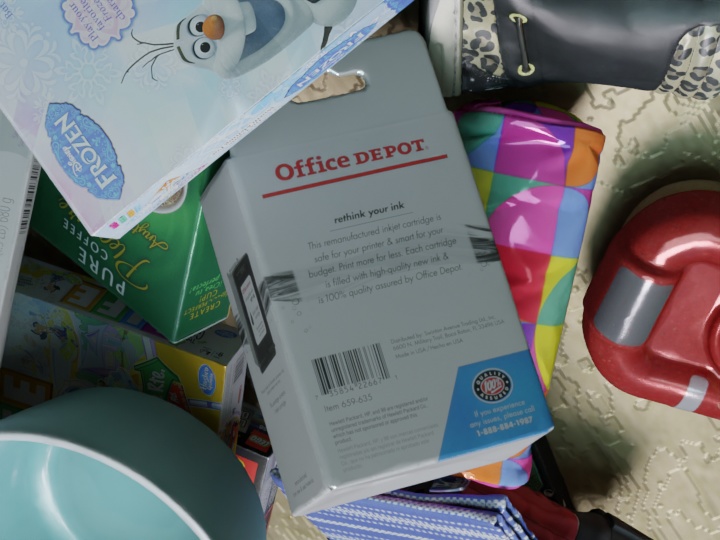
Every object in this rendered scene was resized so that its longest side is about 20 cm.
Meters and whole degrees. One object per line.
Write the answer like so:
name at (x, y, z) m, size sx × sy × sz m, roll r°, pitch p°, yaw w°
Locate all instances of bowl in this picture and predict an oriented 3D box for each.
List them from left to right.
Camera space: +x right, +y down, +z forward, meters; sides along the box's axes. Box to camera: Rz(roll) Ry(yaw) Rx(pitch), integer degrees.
bowl at (-0.128, 0.139, 1.147) m, size 0.199 × 0.105 × 0.202 m, roll 11°, pitch 123°, yaw 17°

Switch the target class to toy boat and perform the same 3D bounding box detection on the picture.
toy boat at (0.217, 0.046, 1.159) m, size 0.199 × 0.131 × 0.131 m, roll 16°, pitch 126°, yaw -9°

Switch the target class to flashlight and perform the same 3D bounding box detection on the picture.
flashlight at (0.075, 0.126, 1.221) m, size 0.199 × 0.068 × 0.068 m, roll 29°, pitch 127°, yaw -16°

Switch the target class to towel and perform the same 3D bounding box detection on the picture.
towel at (0.056, 0.158, 1.210) m, size 0.144 × 0.024 × 0.200 m, roll 5°, pitch 153°, yaw 33°

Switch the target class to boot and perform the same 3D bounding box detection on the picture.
boot at (0.108, -0.163, 1.050) m, size 0.153 × 0.074 × 0.204 m, roll 4°, pitch 133°, yaw -3°

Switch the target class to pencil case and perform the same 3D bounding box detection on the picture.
pencil case at (0.064, 0.013, 1.125) m, size 0.088 × 0.088 × 0.201 m, roll 13°, pitch 95°, yaw -6°

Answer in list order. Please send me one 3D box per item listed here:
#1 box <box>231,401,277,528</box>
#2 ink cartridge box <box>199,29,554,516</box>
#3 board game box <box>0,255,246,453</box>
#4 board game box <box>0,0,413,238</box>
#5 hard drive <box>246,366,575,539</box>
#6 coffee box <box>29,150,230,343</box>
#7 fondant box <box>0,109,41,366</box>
box at (-0.123, 0.144, 1.283) m, size 0.136 × 0.040 × 0.201 m, roll 21°, pitch 127°, yaw 10°
ink cartridge box at (0.000, 0.000, 1.045) m, size 0.115 × 0.201 × 0.067 m, roll -13°, pitch 167°, yaw -20°
board game box at (-0.136, 0.102, 1.215) m, size 0.134 × 0.034 × 0.201 m, roll 18°, pitch 125°, yaw 13°
board game box at (-0.095, -0.153, 0.993) m, size 0.199 × 0.043 × 0.200 m, roll -37°, pitch 83°, yaw 8°
hard drive at (0.032, 0.098, 1.266) m, size 0.139 × 0.038 × 0.201 m, roll -15°, pitch 123°, yaw 14°
coffee box at (-0.103, -0.077, 1.104) m, size 0.123 × 0.044 × 0.201 m, roll 35°, pitch 130°, yaw 28°
fondant box at (-0.257, -0.038, 1.064) m, size 0.199 × 0.058 × 0.145 m, roll 11°, pitch 91°, yaw -2°
